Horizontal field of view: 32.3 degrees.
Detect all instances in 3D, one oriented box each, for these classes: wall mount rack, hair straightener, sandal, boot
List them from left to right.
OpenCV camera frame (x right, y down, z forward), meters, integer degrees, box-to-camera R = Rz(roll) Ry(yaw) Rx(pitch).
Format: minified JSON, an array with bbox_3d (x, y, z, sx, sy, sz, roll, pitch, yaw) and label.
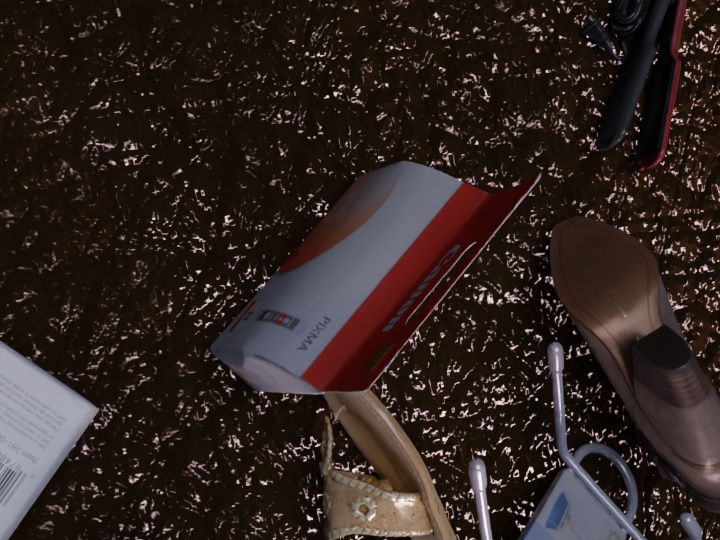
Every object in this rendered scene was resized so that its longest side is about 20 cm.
[{"bbox_3d":[0.011,0.155,0.786,0.070,0.078,0.212,-40,104,-21],"label":"sandal"},{"bbox_3d":[0.133,0.156,0.797,0.174,0.075,0.200,48,47,-7],"label":"wall mount rack"},{"bbox_3d":[0.205,-0.178,0.911,0.077,0.041,0.200,21,78,-17],"label":"hair straightener"},{"bbox_3d":[0.195,0.069,0.853,0.070,0.200,0.146,-24,129,2],"label":"boot"}]

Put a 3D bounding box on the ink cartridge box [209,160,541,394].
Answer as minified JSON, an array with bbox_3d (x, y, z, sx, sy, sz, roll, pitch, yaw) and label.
[{"bbox_3d":[0.000,0.000,0.731,0.050,0.200,0.162,44,72,-10],"label":"ink cartridge box"}]

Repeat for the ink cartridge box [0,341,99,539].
[{"bbox_3d":[-0.265,0.118,0.683,0.146,0.084,0.200,37,73,-12],"label":"ink cartridge box"}]
